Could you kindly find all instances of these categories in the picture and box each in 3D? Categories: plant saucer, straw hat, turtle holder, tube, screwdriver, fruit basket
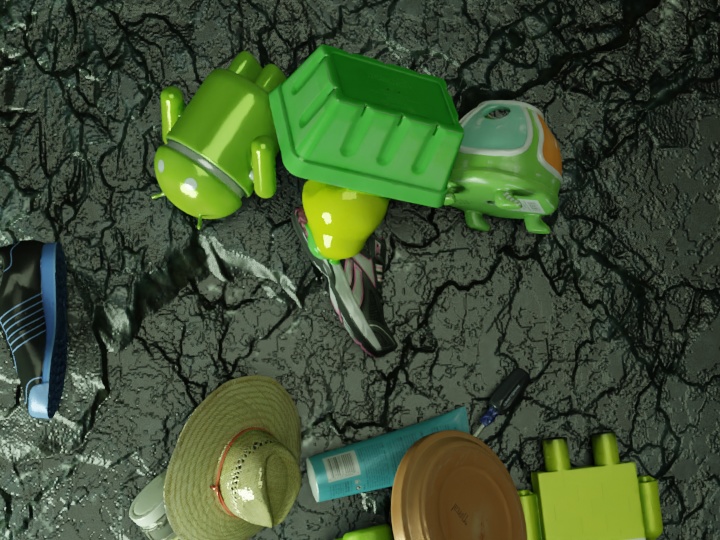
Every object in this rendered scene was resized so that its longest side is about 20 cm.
[{"bbox_3d":[0.115,0.272,1.107,0.199,0.032,0.202,22,56,-35],"label":"plant saucer"},{"bbox_3d":[-0.109,0.221,1.086,0.200,0.085,0.204,-17,115,-41],"label":"straw hat"},{"bbox_3d":[0.150,-0.123,1.196,0.140,0.185,0.133,19,77,-36],"label":"turtle holder"},{"bbox_3d":[0.038,0.218,1.180,0.198,0.050,0.078,-11,94,-13],"label":"tube"},{"bbox_3d":[0.133,0.191,1.187,0.200,0.028,0.029,-46,133,-19],"label":"screwdriver"},{"bbox_3d":[-0.006,-0.118,1.115,0.213,0.217,0.157,-9,51,-7],"label":"fruit basket"}]

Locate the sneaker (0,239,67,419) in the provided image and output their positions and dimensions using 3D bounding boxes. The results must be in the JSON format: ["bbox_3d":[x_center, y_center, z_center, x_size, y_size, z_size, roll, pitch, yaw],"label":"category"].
[{"bbox_3d":[-0.375,0.066,1.145,0.077,0.070,0.203,-2,78,-2],"label":"sneaker"}]

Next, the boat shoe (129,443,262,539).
[{"bbox_3d":[-0.165,0.226,1.146,0.201,0.072,0.061,-40,115,-18],"label":"boat shoe"}]

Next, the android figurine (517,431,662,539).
[{"bbox_3d":[0.268,0.294,1.195,0.180,0.041,0.203,-7,84,-7],"label":"android figurine"}]

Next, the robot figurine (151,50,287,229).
[{"bbox_3d":[-0.155,-0.147,1.164,0.175,0.116,0.201,30,82,26],"label":"robot figurine"}]

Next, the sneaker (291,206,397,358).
[{"bbox_3d":[0.000,0.000,1.183,0.086,0.080,0.202,-26,88,-10],"label":"sneaker"}]

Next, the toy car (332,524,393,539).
[{"bbox_3d":[0.080,0.358,1.123,0.198,0.158,0.166,-7,72,-19],"label":"toy car"}]
